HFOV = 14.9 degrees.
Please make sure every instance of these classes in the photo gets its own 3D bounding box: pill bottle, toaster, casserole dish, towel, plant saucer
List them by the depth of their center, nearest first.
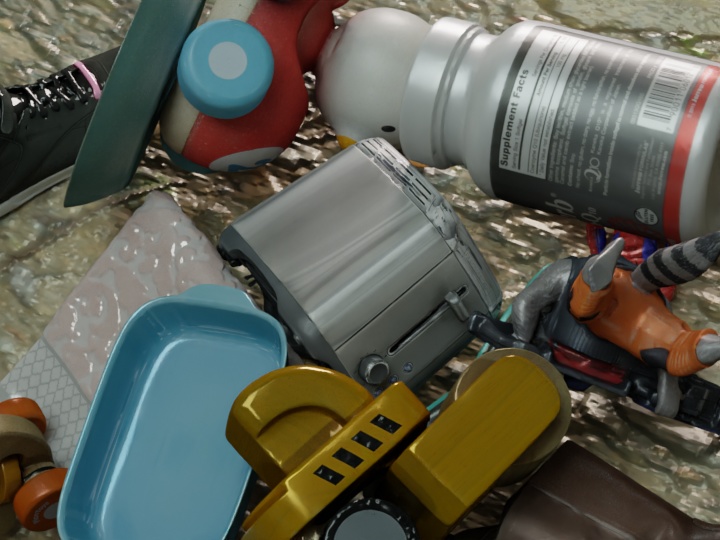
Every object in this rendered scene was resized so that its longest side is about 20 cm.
[{"bbox_3d":[-0.110,0.105,1.694,0.121,0.039,0.200,9,69,24],"label":"casserole dish"},{"bbox_3d":[0.134,-0.091,1.709,0.200,0.116,0.116,15,69,19],"label":"pill bottle"},{"bbox_3d":[0.000,0.000,1.762,0.129,0.114,0.200,-36,34,-5],"label":"toaster"},{"bbox_3d":[-0.137,0.078,1.790,0.191,0.032,0.200,-49,56,15],"label":"towel"},{"bbox_3d":[-0.143,-0.128,1.829,0.036,0.200,0.200,23,70,-3],"label":"plant saucer"}]

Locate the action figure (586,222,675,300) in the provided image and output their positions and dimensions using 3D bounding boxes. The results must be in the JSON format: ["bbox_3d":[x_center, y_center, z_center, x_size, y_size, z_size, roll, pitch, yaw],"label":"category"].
[{"bbox_3d":[0.179,-0.044,1.769,0.065,0.052,0.200,2,66,18],"label":"action figure"}]

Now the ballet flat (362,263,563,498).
[{"bbox_3d":[0.083,0.086,1.722,0.068,0.068,0.200,38,75,17],"label":"ballet flat"}]

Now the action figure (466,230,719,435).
[{"bbox_3d":[0.178,0.032,1.633,0.200,0.193,0.105,22,84,-15],"label":"action figure"}]

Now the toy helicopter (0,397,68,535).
[{"bbox_3d":[-0.282,0.164,1.776,0.200,0.132,0.079,-46,59,22],"label":"toy helicopter"}]

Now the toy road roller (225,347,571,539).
[{"bbox_3d":[0.011,0.101,1.614,0.200,0.123,0.146,-41,83,-15],"label":"toy road roller"}]

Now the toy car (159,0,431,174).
[{"bbox_3d":[-0.015,-0.122,1.838,0.200,0.184,0.177,26,76,-2],"label":"toy car"}]

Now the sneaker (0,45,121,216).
[{"bbox_3d":[-0.228,-0.113,1.925,0.200,0.099,0.071,-34,55,-1],"label":"sneaker"}]

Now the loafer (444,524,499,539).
[{"bbox_3d":[0.103,0.227,1.632,0.070,0.075,0.200,-31,57,8],"label":"loafer"}]

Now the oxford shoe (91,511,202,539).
[{"bbox_3d":[-0.174,0.195,1.737,0.200,0.071,0.073,-12,69,17],"label":"oxford shoe"}]

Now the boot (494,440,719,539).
[{"bbox_3d":[0.192,0.138,1.631,0.200,0.064,0.186,25,62,23],"label":"boot"}]
